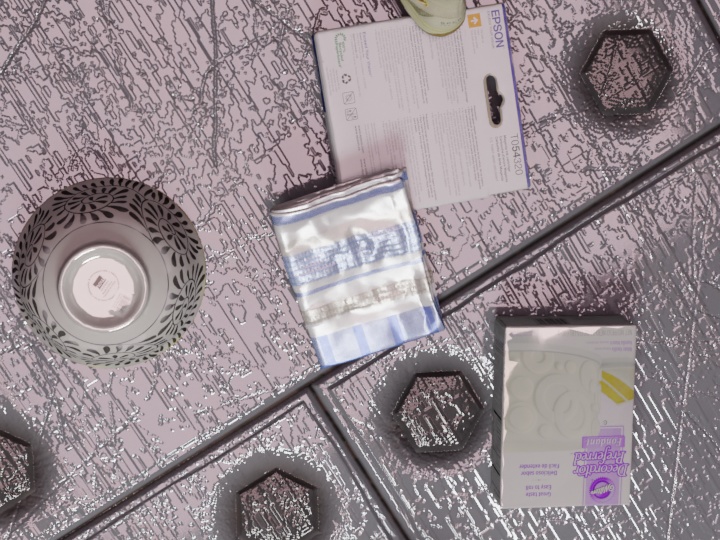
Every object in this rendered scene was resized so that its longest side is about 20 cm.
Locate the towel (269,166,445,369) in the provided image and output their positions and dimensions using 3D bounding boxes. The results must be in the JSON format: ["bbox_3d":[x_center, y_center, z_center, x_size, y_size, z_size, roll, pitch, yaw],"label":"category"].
[{"bbox_3d":[0.000,0.000,1.422,0.147,0.024,0.200,-17,117,-2],"label":"towel"}]

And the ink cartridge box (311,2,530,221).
[{"bbox_3d":[0.063,-0.163,1.421,0.200,0.043,0.197,-10,99,-7],"label":"ink cartridge box"}]

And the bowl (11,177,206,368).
[{"bbox_3d":[-0.256,0.011,1.386,0.200,0.094,0.201,-1,99,-5],"label":"bowl"}]

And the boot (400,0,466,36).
[{"bbox_3d":[0.042,-0.330,1.321,0.072,0.155,0.200,-37,86,-9],"label":"boot"}]

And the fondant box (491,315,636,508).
[{"bbox_3d":[0.217,0.151,1.480,0.144,0.058,0.200,-1,100,-7],"label":"fondant box"}]
